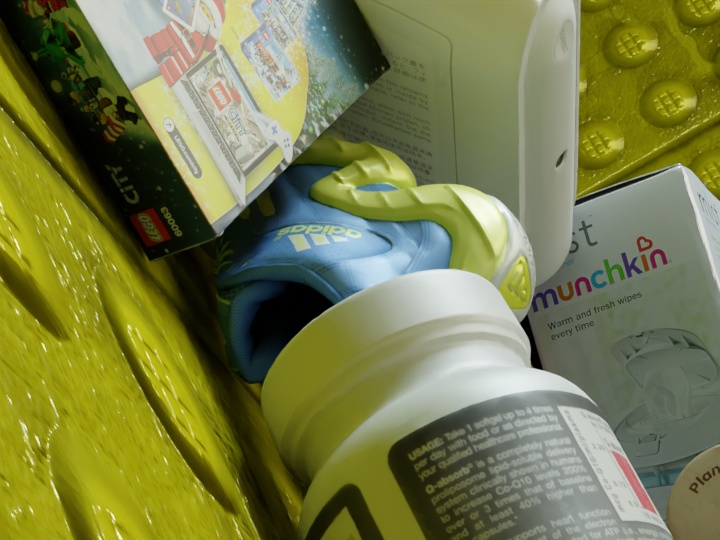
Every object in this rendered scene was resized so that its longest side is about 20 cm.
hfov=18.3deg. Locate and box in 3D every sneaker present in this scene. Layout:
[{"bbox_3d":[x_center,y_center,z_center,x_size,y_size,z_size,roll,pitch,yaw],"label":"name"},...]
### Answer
[{"bbox_3d":[-0.032,-0.009,0.850,0.199,0.105,0.076,13,-62,48],"label":"sneaker"}]

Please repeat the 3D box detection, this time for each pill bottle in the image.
[{"bbox_3d":[0.047,0.105,0.726,0.201,0.116,0.116,63,4,32],"label":"pill bottle"}]

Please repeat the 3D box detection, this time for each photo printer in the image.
[{"bbox_3d":[0.013,-0.088,0.944,0.166,0.070,0.200,23,-29,19],"label":"photo printer"}]

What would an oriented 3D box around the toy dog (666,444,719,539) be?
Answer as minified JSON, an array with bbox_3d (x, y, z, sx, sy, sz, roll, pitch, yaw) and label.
[{"bbox_3d":[0.153,0.154,0.787,0.132,0.096,0.200,42,21,-22],"label":"toy dog"}]

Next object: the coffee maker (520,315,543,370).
[{"bbox_3d":[0.041,0.022,1.212,0.192,0.134,0.200,58,4,-43],"label":"coffee maker"}]

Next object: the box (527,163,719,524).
[{"bbox_3d":[0.162,0.066,1.073,0.200,0.096,0.177,31,41,-65],"label":"box"}]

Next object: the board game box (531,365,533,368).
[{"bbox_3d":[0.000,0.000,1.057,0.019,0.103,0.201,10,45,-54],"label":"board game box"}]

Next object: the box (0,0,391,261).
[{"bbox_3d":[-0.080,-0.123,0.806,0.201,0.038,0.137,60,40,-15],"label":"box"}]
